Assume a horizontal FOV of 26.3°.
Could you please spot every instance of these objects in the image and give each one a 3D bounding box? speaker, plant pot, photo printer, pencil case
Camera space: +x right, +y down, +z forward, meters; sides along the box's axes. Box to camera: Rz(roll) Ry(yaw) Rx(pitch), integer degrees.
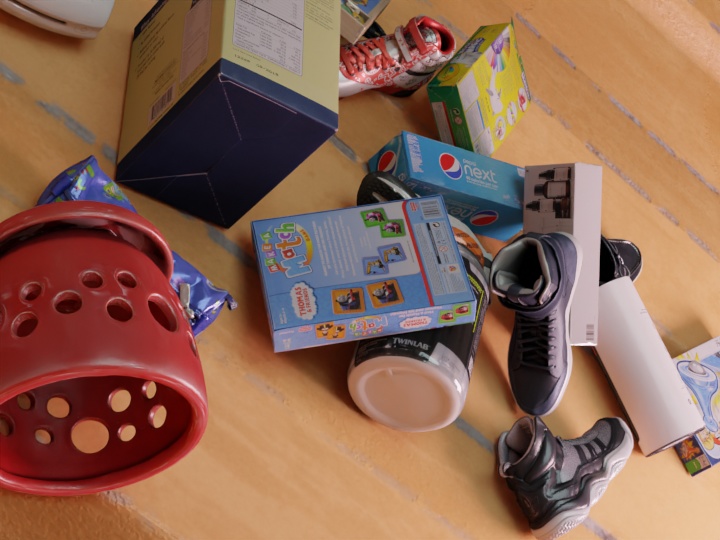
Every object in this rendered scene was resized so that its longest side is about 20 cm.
[{"bbox_3d":[0.324,0.110,1.799,0.081,0.081,0.202,-12,72,-45],"label":"speaker"},{"bbox_3d":[-0.234,0.059,1.249,0.199,0.200,0.184,12,48,-36],"label":"plant pot"},{"bbox_3d":[-0.315,-0.330,1.528,0.165,0.069,0.202,24,49,-29],"label":"photo printer"},{"bbox_3d":[-0.207,-0.013,1.401,0.078,0.087,0.200,-45,97,-8],"label":"pencil case"}]

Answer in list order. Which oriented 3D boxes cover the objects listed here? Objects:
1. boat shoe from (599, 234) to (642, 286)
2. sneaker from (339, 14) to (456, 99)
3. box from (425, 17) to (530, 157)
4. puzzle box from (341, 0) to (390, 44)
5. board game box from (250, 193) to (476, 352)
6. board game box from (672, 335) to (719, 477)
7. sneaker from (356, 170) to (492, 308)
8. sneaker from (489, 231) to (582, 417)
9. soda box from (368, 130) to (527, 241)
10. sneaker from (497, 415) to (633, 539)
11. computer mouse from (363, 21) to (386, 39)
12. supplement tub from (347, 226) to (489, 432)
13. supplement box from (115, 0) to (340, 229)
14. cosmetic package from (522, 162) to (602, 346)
[{"bbox_3d":[0.289,-0.007,1.862,0.199,0.062,0.075,-10,68,-47],"label":"boat shoe"},{"bbox_3d":[0.020,-0.247,1.745,0.200,0.108,0.068,-5,66,-43],"label":"sneaker"},{"bbox_3d":[0.148,-0.215,1.850,0.200,0.048,0.118,-48,130,-47],"label":"box"},{"bbox_3d":[-0.033,-0.329,1.754,0.133,0.025,0.200,38,23,-5],"label":"puzzle box"},{"bbox_3d":[0.000,0.000,1.513,0.197,0.037,0.152,-7,47,-8],"label":"board game box"},{"bbox_3d":[0.437,0.160,1.901,0.199,0.034,0.136,-18,76,-47],"label":"board game box"},{"bbox_3d":[0.072,-0.038,1.687,0.200,0.073,0.080,46,37,-20],"label":"sneaker"},{"bbox_3d":[0.179,0.058,1.633,0.146,0.076,0.205,1,95,-68],"label":"sneaker"},{"bbox_3d":[0.108,-0.094,1.751,0.198,0.068,0.065,14,54,-35],"label":"soda box"},{"bbox_3d":[0.217,0.191,1.649,0.114,0.075,0.200,51,44,-5],"label":"sneaker"},{"bbox_3d":[-0.048,-0.313,1.793,0.199,0.034,0.059,32,25,-29],"label":"computer mouse"},{"bbox_3d":[0.064,0.054,1.571,0.122,0.122,0.201,36,45,-18],"label":"supplement tub"},{"bbox_3d":[-0.128,-0.189,1.504,0.133,0.200,0.202,23,50,-29],"label":"supplement box"},{"bbox_3d":[0.224,-0.018,1.734,0.050,0.082,0.203,3,88,-38],"label":"cosmetic package"}]
